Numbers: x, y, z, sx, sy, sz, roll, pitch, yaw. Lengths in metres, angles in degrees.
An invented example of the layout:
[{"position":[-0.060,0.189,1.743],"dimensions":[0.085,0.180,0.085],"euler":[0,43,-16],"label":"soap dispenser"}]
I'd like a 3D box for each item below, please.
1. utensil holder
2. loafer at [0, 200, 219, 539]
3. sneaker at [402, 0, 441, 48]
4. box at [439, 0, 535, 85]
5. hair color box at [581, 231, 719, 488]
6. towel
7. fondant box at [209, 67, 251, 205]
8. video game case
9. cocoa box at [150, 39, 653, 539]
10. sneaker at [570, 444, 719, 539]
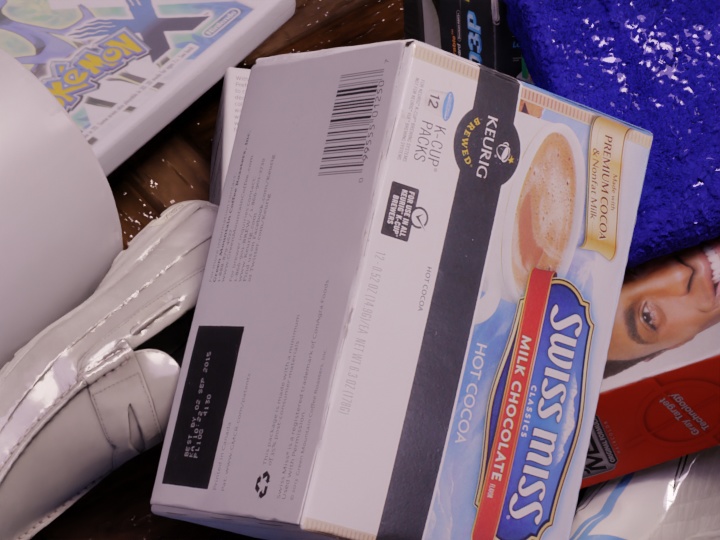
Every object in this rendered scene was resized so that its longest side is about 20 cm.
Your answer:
[{"position":[-0.223,0.008,1.087],"dimensions":[0.170,0.170,0.200],"euler":[36,52,17],"label":"utensil holder"},{"position":[-0.102,0.049,1.088],"dimensions":[0.070,0.070,0.200],"euler":[24,59,27],"label":"loafer"},{"position":[0.078,-0.178,1.234],"dimensions":[0.115,0.202,0.076],"euler":[-11,17,-27],"label":"sneaker"},{"position":[0.131,-0.103,1.207],"dimensions":[0.199,0.160,0.046],"euler":[-9,12,-32],"label":"box"},{"position":[0.170,0.015,1.121],"dimensions":[0.199,0.061,0.102],"euler":[-20,45,10],"label":"hair color box"},{"position":[0.173,-0.103,1.099],"dimensions":[0.199,0.050,0.148],"euler":[-23,82,6],"label":"towel"},{"position":[0.000,0.000,1.211],"dimensions":[0.143,0.058,0.201],"euler":[6,52,-8],"label":"fondant box"},{"position":[-0.162,-0.114,1.262],"dimensions":[0.182,0.022,0.200],"euler":[25,50,27],"label":"video game case"},{"position":[0.017,0.021,1.051],"dimensions":[0.131,0.133,0.201],"euler":[18,80,-31],"label":"cocoa box"},{"position":[0.121,0.124,1.142],"dimensions":[0.200,0.072,0.072],"euler":[-46,108,-24],"label":"sneaker"}]
